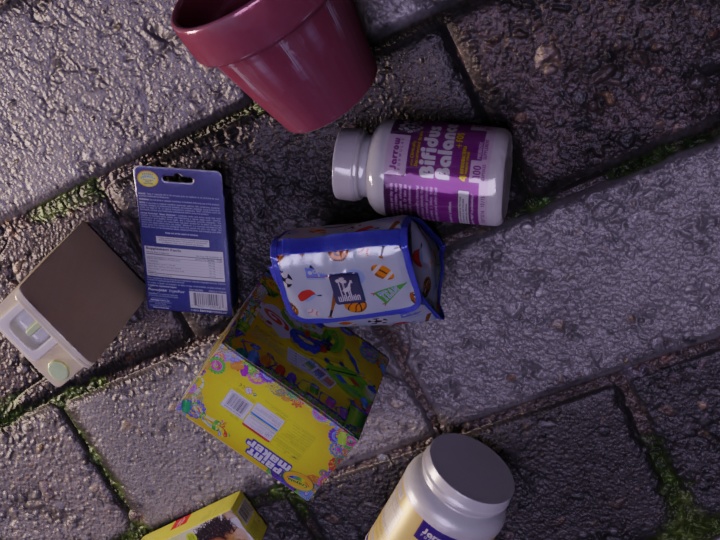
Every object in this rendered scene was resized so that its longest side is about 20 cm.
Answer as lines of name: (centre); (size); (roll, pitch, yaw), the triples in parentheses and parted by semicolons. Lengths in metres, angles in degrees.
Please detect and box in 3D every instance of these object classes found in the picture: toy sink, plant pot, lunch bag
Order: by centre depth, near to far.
plant pot: (-0.079, -0.259, 1.430); (0.198, 0.201, 0.180); (-22, 124, 23)
lunch bag: (0.000, 0.000, 1.513); (0.168, 0.200, 0.126); (-5, 73, 14)
toy sink: (-0.376, 0.054, 1.646); (0.112, 0.200, 0.130); (-38, 103, 27)

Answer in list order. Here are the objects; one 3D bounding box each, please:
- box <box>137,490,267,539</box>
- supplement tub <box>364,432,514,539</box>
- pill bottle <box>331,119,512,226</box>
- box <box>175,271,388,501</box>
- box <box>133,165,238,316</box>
box: (-0.234, 0.388, 1.863); (0.199, 0.050, 0.076); (-29, 106, 26)
supplement tub: (0.102, 0.326, 1.691); (0.144, 0.146, 0.201); (27, 120, 0)
pill bottle: (0.071, -0.115, 1.497); (0.197, 0.113, 0.114); (5, 117, 11)
box: (-0.092, 0.140, 1.620); (0.199, 0.193, 0.122); (35, 119, -4)
box: (-0.220, -0.041, 1.653); (0.119, 0.032, 0.202); (5, 119, 11)
